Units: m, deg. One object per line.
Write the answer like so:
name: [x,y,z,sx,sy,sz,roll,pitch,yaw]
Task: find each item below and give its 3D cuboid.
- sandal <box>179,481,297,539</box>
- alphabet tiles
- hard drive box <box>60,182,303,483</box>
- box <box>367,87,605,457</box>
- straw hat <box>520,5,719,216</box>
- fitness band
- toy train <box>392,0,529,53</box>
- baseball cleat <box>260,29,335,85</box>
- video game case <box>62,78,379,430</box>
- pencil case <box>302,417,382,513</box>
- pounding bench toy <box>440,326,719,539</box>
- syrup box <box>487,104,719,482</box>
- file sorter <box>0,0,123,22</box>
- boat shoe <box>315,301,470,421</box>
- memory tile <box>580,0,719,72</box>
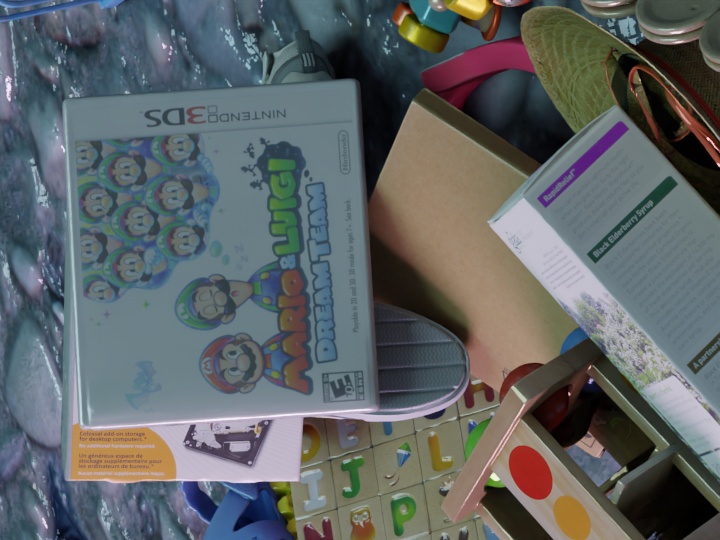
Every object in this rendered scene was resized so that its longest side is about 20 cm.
sandal: [-0.074,0.197,1.946,0.080,0.086,0.201,97,162,-44]
alphabet tiles: [0.027,0.141,1.788,0.166,0.006,0.201,-19,68,27]
hard drive box: [-0.112,0.029,1.759,0.077,0.155,0.201,-109,20,-66]
box: [0.092,0.003,1.651,0.199,0.021,0.164,34,134,11]
straw hat: [0.183,-0.097,1.487,0.201,0.085,0.201,45,170,10]
fitness band: [0.097,-0.068,1.685,0.200,0.037,0.145,-14,93,58]
toy train: [0.086,-0.204,1.622,0.200,0.055,0.151,-39,31,62]
baseball cleat: [-0.041,-0.077,1.870,0.201,0.069,0.107,106,163,-48]
video game case: [-0.084,-0.010,1.658,0.024,0.181,0.202,65,-158,-85]
pencil case: [-0.031,0.095,1.896,0.200,0.087,0.088,48,138,36]
pounding bench toy: [0.132,0.142,1.602,0.156,0.124,0.200,46,139,18]
syrup box: [0.168,0.015,1.488,0.200,0.081,0.079,49,164,1]
file sorter: [-0.211,-0.268,1.967,0.200,0.122,0.140,-20,85,63]
boat shoe: [-0.032,0.056,1.696,0.062,0.198,0.073,77,-163,-81]
memory tile: [0.187,-0.169,1.413,0.200,0.153,0.017,32,155,49]
